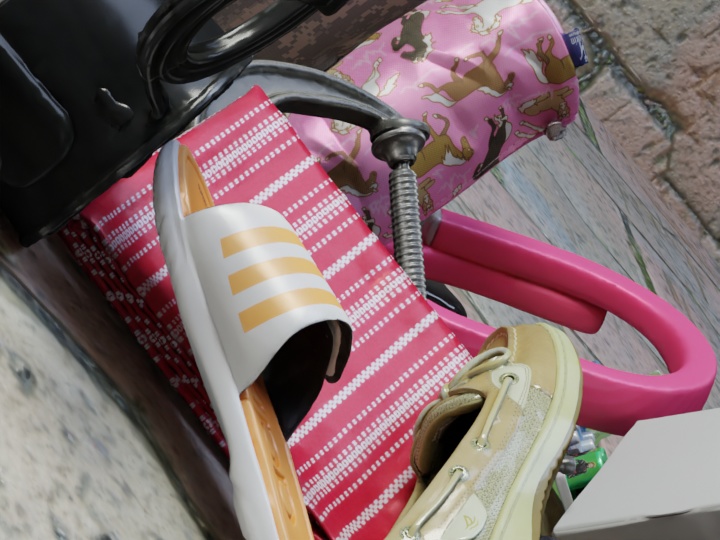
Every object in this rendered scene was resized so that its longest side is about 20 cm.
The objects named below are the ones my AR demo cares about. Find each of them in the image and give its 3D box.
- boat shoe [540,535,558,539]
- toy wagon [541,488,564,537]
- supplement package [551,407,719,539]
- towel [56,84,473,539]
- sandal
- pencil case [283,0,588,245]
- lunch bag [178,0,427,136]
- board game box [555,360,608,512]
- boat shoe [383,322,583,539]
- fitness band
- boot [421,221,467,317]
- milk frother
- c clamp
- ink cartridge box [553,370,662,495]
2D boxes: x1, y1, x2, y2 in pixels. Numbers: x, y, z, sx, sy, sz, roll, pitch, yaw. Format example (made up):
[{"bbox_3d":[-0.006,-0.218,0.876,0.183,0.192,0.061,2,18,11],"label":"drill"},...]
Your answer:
[{"bbox_3d":[0.153,0.146,1.105,0.200,0.063,0.073,27,16,-5],"label":"boat shoe"},{"bbox_3d":[0.057,0.098,1.386,0.200,0.040,0.155,46,12,-23],"label":"toy wagon"},{"bbox_3d":[0.190,0.172,1.250,0.120,0.121,0.200,-42,116,-56],"label":"supplement package"},{"bbox_3d":[-0.023,0.026,1.148,0.200,0.022,0.145,52,44,1],"label":"towel"},{"bbox_3d":[-0.027,0.042,1.053,0.079,0.059,0.207,54,18,-72],"label":"sandal"},{"bbox_3d":[0.014,-0.060,1.302,0.087,0.200,0.083,44,-17,36],"label":"pencil case"},{"bbox_3d":[-0.067,-0.153,1.348,0.200,0.164,0.118,39,20,-51],"label":"lunch bag"},{"bbox_3d":[0.138,0.158,1.382,0.200,0.026,0.200,-71,143,-77],"label":"board game box"},{"bbox_3d":[0.039,0.081,1.088,0.063,0.073,0.201,29,41,-7],"label":"boat shoe"},{"bbox_3d":[0.081,0.024,1.358,0.200,0.037,0.144,18,21,-8],"label":"fitness band"},{"bbox_3d":[0.039,-0.076,1.467,0.200,0.174,0.069,50,7,24],"label":"boot"},{"bbox_3d":[-0.115,-0.132,1.009,0.188,0.200,0.181,50,15,-8],"label":"milk frother"},{"bbox_3d":[0.000,0.000,1.215,0.171,0.027,0.200,-1,70,-25],"label":"c clamp"},{"bbox_3d":[0.185,0.166,1.518,0.200,0.104,0.059,52,10,1],"label":"ink cartridge box"}]
